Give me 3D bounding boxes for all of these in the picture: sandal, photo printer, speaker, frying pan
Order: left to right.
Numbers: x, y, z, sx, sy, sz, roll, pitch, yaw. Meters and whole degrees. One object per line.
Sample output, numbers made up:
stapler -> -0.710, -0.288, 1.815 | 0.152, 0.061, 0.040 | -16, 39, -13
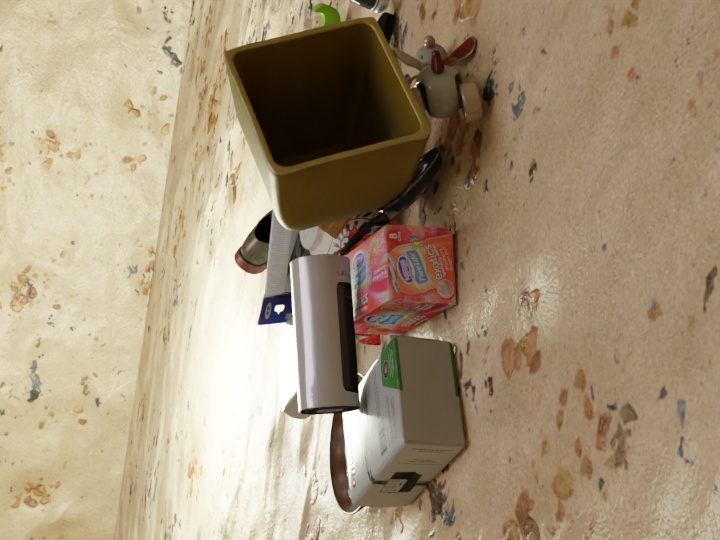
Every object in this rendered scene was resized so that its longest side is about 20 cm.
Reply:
photo printer -> -0.070, 0.124, 1.900 | 0.200, 0.069, 0.167 | 127, 146, -55
speaker -> -0.047, 0.081, 1.551 | 0.081, 0.081, 0.200 | 145, 123, -65
sandal -> 0.029, -0.289, 1.798 | 0.075, 0.048, 0.201 | 160, 127, -70
frying pan -> 0.052, -0.091, 1.552 | 0.115, 0.031, 0.190 | -35, 16, 45

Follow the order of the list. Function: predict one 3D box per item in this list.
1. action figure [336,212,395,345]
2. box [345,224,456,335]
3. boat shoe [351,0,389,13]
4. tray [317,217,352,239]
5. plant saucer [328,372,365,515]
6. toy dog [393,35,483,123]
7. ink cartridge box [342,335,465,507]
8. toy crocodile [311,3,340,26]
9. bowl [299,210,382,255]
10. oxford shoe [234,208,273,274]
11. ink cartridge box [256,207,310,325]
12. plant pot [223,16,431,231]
action figure -> 0.000, 0.000, 1.707 | 0.065, 0.099, 0.200 | -140, 61, -66
box -> 0.041, 0.016, 1.572 | 0.200, 0.095, 0.103 | 146, 126, -65
boat shoe -> 0.024, -0.485, 1.824 | 0.069, 0.057, 0.200 | 141, 139, -63
tray -> 0.005, -0.144, 1.688 | 0.200, 0.037, 0.099 | -53, 21, 8
plant saucer -> 0.002, 0.246, 1.713 | 0.200, 0.034, 0.200 | -174, 90, -72
toy dog -> 0.089, -0.253, 1.507 | 0.200, 0.132, 0.096 | -131, 27, -53
ink cartridge box -> 0.049, 0.194, 1.514 | 0.200, 0.083, 0.147 | 123, 148, -53
toy crocodile -> -0.070, -0.357, 2.065 | 0.068, 0.062, 0.200 | -113, 34, -55
bowl -> -0.034, -0.072, 1.811 | 0.201, 0.094, 0.201 | -174, 90, -68
oxford shoe -> -0.133, -0.069, 1.979 | 0.075, 0.070, 0.200 | -56, 1, 39
ink cartridge box -> -0.106, -0.009, 1.947 | 0.200, 0.041, 0.200 | 0, -82, -76
plant pot -> -0.045, -0.159, 1.490 | 0.200, 0.195, 0.194 | 96, 155, -59
